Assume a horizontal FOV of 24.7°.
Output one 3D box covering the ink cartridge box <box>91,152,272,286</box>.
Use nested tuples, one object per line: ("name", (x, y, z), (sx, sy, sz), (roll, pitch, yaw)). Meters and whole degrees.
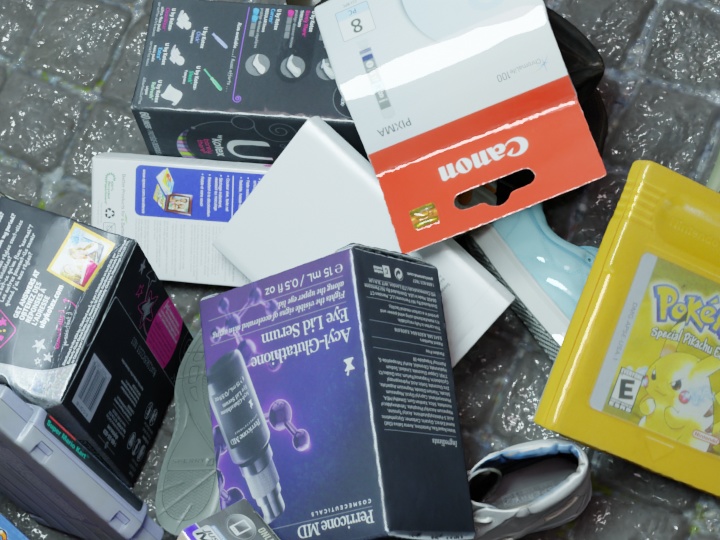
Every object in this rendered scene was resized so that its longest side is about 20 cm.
("ink cartridge box", (-0.113, -0.038, 1.291), (0.199, 0.037, 0.095), (5, 103, 10))

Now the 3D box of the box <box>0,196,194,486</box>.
("box", (-0.215, 0.057, 1.197), (0.114, 0.200, 0.133), (17, 70, 15))

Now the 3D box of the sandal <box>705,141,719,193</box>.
("sandal", (0.240, -0.022, 1.249), (0.057, 0.080, 0.201), (22, 62, 9))

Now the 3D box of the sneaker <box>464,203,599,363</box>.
("sneaker", (0.164, 0.022, 1.238), (0.082, 0.074, 0.200), (-35, 69, -5))

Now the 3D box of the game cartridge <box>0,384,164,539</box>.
("game cartridge", (-0.233, 0.131, 1.150), (0.129, 0.200, 0.038), (5, 58, 35))

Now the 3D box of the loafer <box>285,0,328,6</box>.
("loafer", (0.020, -0.262, 1.373), (0.199, 0.073, 0.071), (-30, 69, -6))

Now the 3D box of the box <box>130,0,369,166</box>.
("box", (-0.067, -0.136, 1.304), (0.199, 0.122, 0.107), (4, 66, 8))

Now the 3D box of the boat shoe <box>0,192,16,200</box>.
("boat shoe", (-0.340, -0.057, 1.335), (0.201, 0.060, 0.072), (27, 73, 16))

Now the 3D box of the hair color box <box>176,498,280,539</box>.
("hair color box", (-0.099, 0.260, 1.103), (0.065, 0.200, 0.109), (-20, 59, -45))

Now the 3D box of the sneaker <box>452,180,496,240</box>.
("sneaker", (0.068, -0.100, 1.302), (0.078, 0.077, 0.201), (27, 50, -15))

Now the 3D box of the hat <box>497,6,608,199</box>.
("hat", (0.130, -0.155, 1.263), (0.200, 0.081, 0.201), (17, 57, -28))

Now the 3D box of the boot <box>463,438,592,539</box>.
("boot", (0.070, 0.168, 1.175), (0.199, 0.096, 0.074), (-21, 66, -3))

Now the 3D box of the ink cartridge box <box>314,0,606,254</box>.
("ink cartridge box", (0.069, -0.131, 1.181), (0.159, 0.047, 0.201), (-21, 64, 8))

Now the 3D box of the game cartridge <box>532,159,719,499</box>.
("game cartridge", (0.234, 0.046, 1.167), (0.176, 0.032, 0.201), (22, 89, -20))

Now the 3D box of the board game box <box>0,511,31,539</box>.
("board game box", (-0.298, 0.166, 1.197), (0.200, 0.135, 0.034), (37, 75, 20))

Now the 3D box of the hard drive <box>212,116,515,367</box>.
("hard drive", (0.000, 0.000, 1.229), (0.200, 0.027, 0.132), (43, 115, 5))

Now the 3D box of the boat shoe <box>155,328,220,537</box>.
("boat shoe", (-0.098, 0.114, 1.242), (0.074, 0.065, 0.203), (-3, 60, 26))

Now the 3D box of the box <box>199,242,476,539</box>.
("box", (-0.018, 0.101, 1.143), (0.148, 0.104, 0.201), (-20, 70, 34))
